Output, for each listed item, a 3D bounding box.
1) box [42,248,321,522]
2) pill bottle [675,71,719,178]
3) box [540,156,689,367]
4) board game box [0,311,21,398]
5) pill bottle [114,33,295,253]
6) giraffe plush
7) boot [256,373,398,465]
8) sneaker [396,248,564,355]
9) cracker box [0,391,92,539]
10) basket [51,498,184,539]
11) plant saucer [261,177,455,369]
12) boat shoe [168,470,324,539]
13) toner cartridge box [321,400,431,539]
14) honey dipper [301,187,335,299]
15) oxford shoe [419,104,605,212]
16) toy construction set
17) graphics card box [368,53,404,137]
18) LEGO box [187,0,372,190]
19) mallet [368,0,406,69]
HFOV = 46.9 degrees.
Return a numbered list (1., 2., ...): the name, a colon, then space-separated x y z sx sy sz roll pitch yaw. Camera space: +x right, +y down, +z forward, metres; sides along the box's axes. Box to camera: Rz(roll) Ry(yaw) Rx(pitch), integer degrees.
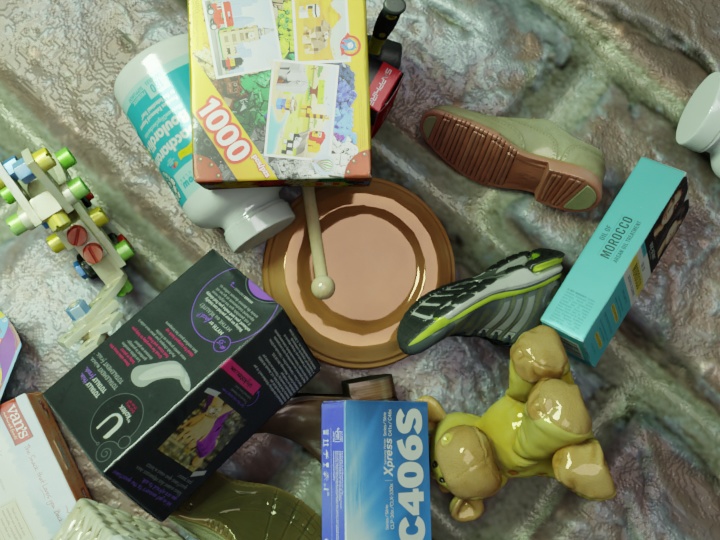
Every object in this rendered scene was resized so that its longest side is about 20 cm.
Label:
1. box: -0.156 0.100 0.749 0.200 0.106 0.122 -42 50 -15
2. pill bottle: 0.437 -0.127 0.856 0.200 0.112 0.112 24 82 -1
3. box: 0.259 -0.007 0.834 0.049 0.082 0.200 28 79 32
4. board game box: -0.409 0.104 0.756 0.158 0.039 0.200 8 65 10
5. pill bottle: -0.144 -0.118 0.806 0.111 0.111 0.200 -32 86 -8
6. giraffe plush: 0.134 0.158 0.782 0.162 0.200 0.173 -20 62 10
7. boot: -0.034 0.215 0.806 0.186 0.064 0.200 -10 89 -4
8. sneaker: 0.127 0.045 0.815 0.200 0.074 0.081 -22 102 -22
9. cracker box: -0.369 0.217 0.775 0.200 0.058 0.134 -26 86 -7
10. basket: -0.228 0.317 0.721 0.136 0.123 0.200 37 79 -38
11. plant saucer: 0.000 0.000 0.842 0.200 0.037 0.200 1 83 -4
12. boat shoe: -0.110 0.237 0.775 0.200 0.063 0.073 20 59 7
13. toner cartridge box: 0.015 0.218 0.750 0.095 0.043 0.200 6 77 -32
14. honey dipper: -0.049 -0.062 0.806 0.038 0.038 0.200 -6 60 -5
15. oxford shoe: 0.159 -0.129 0.866 0.200 0.071 0.074 25 57 -1
16. toy construction set: -0.262 -0.025 0.764 0.092 0.131 0.200 -21 112 -13
17. graphics card box: -0.059 -0.206 0.815 0.200 0.125 0.051 30 87 -2
18. LEGO box: -0.067 -0.172 0.713 0.149 0.077 0.200 -2 90 -2
19. mallet: 0.008 -0.224 0.788 0.066 0.200 0.041 9 90 1
